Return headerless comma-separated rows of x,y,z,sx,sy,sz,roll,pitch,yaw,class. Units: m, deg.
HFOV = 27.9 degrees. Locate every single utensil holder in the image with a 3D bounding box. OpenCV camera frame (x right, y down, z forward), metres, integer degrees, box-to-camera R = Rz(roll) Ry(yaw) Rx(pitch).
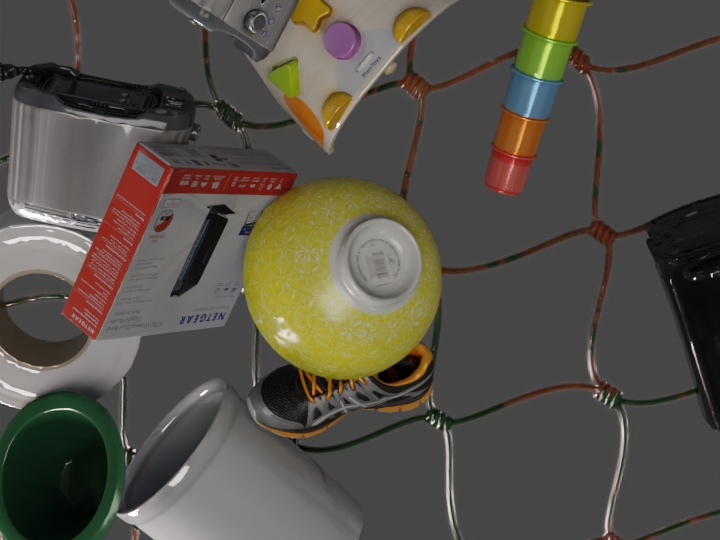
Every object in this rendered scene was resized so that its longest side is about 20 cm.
-0.121,0.236,1.469,0.170,0.170,0.200,-43,108,13,utensil holder

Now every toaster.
-0.122,-0.278,1.237,0.114,0.200,0.129,27,99,-49,toaster
-0.254,-0.114,1.364,0.199,0.114,0.130,10,112,-7,toaster

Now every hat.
-0.261,0.216,1.469,0.199,0.176,0.166,-4,77,32,hat

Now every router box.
-0.165,-0.028,1.357,0.049,0.200,0.180,35,109,25,router box

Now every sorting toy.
-0.040,-0.235,1.311,0.180,0.107,0.200,42,104,5,sorting toy

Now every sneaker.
-0.017,0.108,1.442,0.199,0.078,0.077,-13,155,-20,sneaker

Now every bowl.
0.000,0.000,1.363,0.199,0.108,0.201,4,80,-23,bowl

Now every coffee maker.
0.354,0.050,1.398,0.134,0.192,0.201,-12,110,33,coffee maker

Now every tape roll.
-0.312,0.038,1.440,0.202,0.071,0.203,-1,110,-2,tape roll

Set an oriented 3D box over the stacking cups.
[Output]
0.167,-0.170,1.387,0.060,0.061,0.201,11,114,-5,stacking cups
